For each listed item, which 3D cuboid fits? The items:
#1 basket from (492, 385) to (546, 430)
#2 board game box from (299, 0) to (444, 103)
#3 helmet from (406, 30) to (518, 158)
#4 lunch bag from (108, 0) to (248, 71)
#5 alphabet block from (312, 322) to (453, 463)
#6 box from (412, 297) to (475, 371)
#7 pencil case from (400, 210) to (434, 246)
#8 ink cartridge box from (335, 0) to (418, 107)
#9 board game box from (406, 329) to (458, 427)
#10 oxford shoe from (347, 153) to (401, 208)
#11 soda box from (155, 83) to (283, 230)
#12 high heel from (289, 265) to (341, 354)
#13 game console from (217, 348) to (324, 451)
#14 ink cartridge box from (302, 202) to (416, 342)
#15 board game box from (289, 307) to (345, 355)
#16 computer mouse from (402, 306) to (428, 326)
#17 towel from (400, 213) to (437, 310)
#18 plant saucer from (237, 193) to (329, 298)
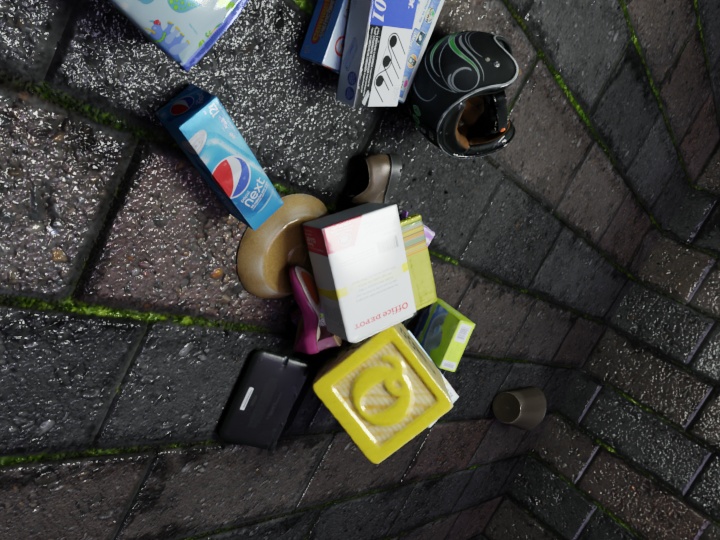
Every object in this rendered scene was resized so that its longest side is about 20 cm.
[{"bbox_3d":[0.594,0.520,2.065,0.200,0.136,0.180,16,100,-48],"label":"basket"},{"bbox_3d":[0.027,-0.381,0.820,0.196,0.056,0.200,5,113,-49],"label":"board game box"},{"bbox_3d":[0.177,-0.308,0.933,0.200,0.191,0.200,-10,144,-7],"label":"helmet"},{"bbox_3d":[-0.187,-0.345,0.551,0.200,0.127,0.170,-46,143,3],"label":"lunch bag"},{"bbox_3d":[0.043,0.218,1.077,0.195,0.196,0.200,-40,-178,6],"label":"alphabet block"},{"bbox_3d":[0.187,0.142,1.298,0.048,0.200,0.122,18,99,-21],"label":"box"},{"bbox_3d":[0.072,-0.017,1.127,0.085,0.084,0.200,29,94,-20],"label":"pencil case"},{"bbox_3d":[0.027,-0.336,0.768,0.094,0.044,0.200,-17,128,-42],"label":"ink cartridge box"},{"bbox_3d":[0.112,0.244,1.256,0.105,0.103,0.200,-40,100,-20],"label":"board game box"},{"bbox_3d":[0.009,-0.122,0.998,0.084,0.073,0.200,-1,123,-21],"label":"oxford shoe"},{"bbox_3d":[-0.186,-0.148,0.746,0.064,0.068,0.200,-46,142,-13],"label":"soda box"},{"bbox_3d":[-0.110,0.078,0.969,0.096,0.067,0.200,-12,124,14],"label":"high heel"},{"bbox_3d":[-0.173,0.242,1.095,0.176,0.116,0.200,21,101,-22],"label":"game console"},{"bbox_3d":[0.000,0.000,0.924,0.145,0.083,0.200,-21,109,-28],"label":"ink cartridge box"},{"bbox_3d":[-0.021,0.071,1.051,0.200,0.032,0.120,-33,131,4],"label":"board game box"},{"bbox_3d":[0.118,0.047,1.250,0.110,0.044,0.200,-33,138,-26],"label":"computer mouse"},{"bbox_3d":[0.098,-0.009,1.084,0.086,0.018,0.200,-22,118,-13],"label":"towel"},{"bbox_3d":[-0.116,-0.031,0.938,0.200,0.035,0.200,-29,136,-32],"label":"plant saucer"}]
